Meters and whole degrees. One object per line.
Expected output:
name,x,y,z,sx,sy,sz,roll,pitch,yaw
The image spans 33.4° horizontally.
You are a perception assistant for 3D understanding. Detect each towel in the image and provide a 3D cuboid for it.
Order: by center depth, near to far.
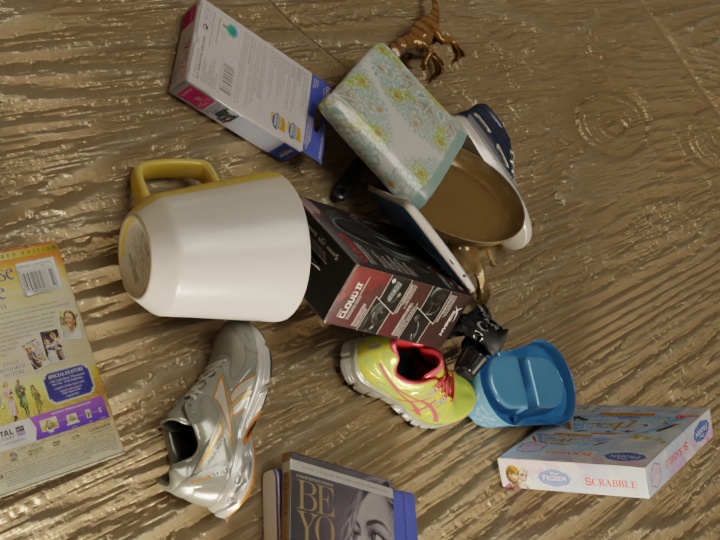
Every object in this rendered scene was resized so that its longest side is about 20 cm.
towel,0.042,-0.177,1.459,0.171,0.048,0.200,44,35,-8

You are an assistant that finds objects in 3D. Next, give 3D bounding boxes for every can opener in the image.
can opener,0.122,0.075,1.397,0.063,0.079,0.200,45,-2,-3

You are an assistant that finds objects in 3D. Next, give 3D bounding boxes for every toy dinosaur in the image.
toy dinosaur,0.126,-0.044,1.528,0.200,0.058,0.101,51,40,-20
toy dinosaur,0.094,-0.325,1.637,0.106,0.060,0.200,49,43,-15

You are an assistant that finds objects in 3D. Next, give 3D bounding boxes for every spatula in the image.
spatula,0.010,-0.149,1.483,0.056,0.021,0.201,29,51,1

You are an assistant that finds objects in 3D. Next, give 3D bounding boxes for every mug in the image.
mug,-0.160,-0.022,1.178,0.152,0.186,0.151,-6,106,-34

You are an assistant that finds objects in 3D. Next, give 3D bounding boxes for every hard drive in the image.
hard drive,-0.016,0.285,1.241,0.199,0.025,0.133,18,59,-41

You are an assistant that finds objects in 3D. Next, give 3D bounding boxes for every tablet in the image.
tablet,0.068,-0.041,1.398,0.014,0.200,0.130,-39,105,-3

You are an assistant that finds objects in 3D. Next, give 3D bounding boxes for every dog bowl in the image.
dog bowl,0.195,0.146,1.516,0.199,0.049,0.113,6,67,-47

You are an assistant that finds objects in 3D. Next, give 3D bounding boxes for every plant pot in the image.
plant pot,0.112,-0.095,1.509,0.198,0.028,0.201,17,39,-14

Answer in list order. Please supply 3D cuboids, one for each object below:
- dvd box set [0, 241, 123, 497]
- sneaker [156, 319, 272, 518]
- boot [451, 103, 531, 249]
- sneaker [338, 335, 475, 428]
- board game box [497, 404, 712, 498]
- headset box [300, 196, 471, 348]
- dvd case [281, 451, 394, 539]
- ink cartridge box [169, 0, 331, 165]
dvd box set,-0.295,0.083,1.025,0.146,0.029,0.202,-15,84,-49
sneaker,-0.144,0.129,1.150,0.091,0.076,0.202,24,52,-29
boot,0.190,-0.132,1.631,0.090,0.072,0.201,-32,95,-44
sneaker,0.073,0.124,1.367,0.199,0.090,0.079,24,54,-39
board game box,0.305,0.219,1.484,0.199,0.199,0.042,-22,105,-49
headset box,0.000,0.000,1.309,0.199,0.078,0.149,17,21,-42
dvd case,-0.020,0.293,1.196,0.148,0.016,0.202,24,53,-39
ink cartridge box,-0.121,-0.206,1.363,0.199,0.042,0.120,28,52,-33
